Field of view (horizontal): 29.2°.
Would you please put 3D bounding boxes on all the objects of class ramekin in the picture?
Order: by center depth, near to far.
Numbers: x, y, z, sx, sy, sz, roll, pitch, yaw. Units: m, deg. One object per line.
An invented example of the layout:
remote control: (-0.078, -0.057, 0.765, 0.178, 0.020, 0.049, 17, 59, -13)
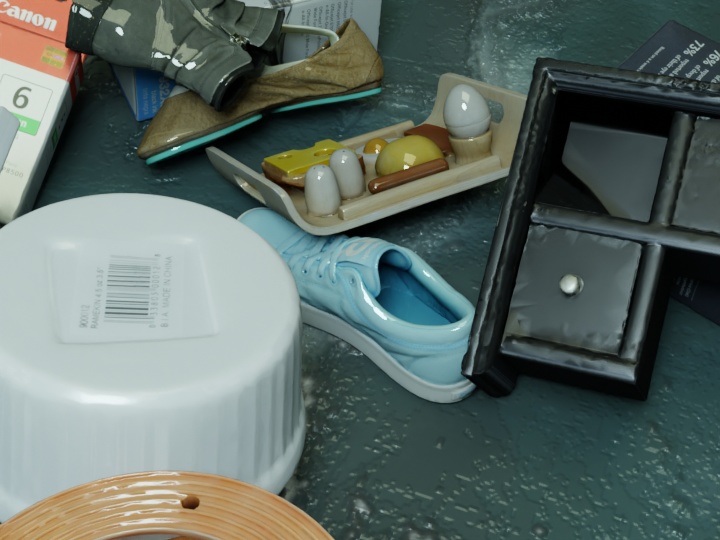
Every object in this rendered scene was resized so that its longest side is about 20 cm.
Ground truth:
ramekin: (-0.124, 0.045, 0.743, 0.200, 0.098, 0.201, 6, 38, -5)

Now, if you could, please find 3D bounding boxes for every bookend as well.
bookend: (0.183, -0.006, 0.825, 0.198, 0.092, 0.201, 12, 81, 19)

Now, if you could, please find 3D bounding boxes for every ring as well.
ring: (-0.092, 0.166, 0.581, 0.200, 0.019, 0.201, 0, 43, 0)

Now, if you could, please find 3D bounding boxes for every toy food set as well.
toy food set: (0.008, -0.090, 0.945, 0.199, 0.061, 0.143, -19, 24, -21)

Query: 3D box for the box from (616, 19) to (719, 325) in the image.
box: (0.250, -0.060, 0.956, 0.200, 0.104, 0.148, 34, 54, 22)

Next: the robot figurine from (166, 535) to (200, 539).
robot figurine: (-0.082, 0.211, 0.650, 0.143, 0.117, 0.200, 13, 65, 19)

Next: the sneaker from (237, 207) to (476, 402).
sneaker: (0.000, 0.000, 0.890, 0.200, 0.082, 0.074, 30, 51, 19)

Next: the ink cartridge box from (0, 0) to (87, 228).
ink cartridge box: (-0.251, -0.130, 0.939, 0.109, 0.050, 0.201, 18, 74, -4)

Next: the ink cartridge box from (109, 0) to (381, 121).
ink cartridge box: (-0.101, -0.211, 1.065, 0.199, 0.084, 0.145, -17, 51, -18)

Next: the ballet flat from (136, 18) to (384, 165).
ballet flat: (-0.076, -0.137, 0.992, 0.199, 0.073, 0.068, -20, 9, -20)

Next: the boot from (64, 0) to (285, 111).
boot: (-0.111, -0.193, 0.965, 0.130, 0.068, 0.200, 22, 51, -2)

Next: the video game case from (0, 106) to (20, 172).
video game case: (-0.284, -0.001, 0.804, 0.018, 0.200, 0.143, 43, 33, -29)
